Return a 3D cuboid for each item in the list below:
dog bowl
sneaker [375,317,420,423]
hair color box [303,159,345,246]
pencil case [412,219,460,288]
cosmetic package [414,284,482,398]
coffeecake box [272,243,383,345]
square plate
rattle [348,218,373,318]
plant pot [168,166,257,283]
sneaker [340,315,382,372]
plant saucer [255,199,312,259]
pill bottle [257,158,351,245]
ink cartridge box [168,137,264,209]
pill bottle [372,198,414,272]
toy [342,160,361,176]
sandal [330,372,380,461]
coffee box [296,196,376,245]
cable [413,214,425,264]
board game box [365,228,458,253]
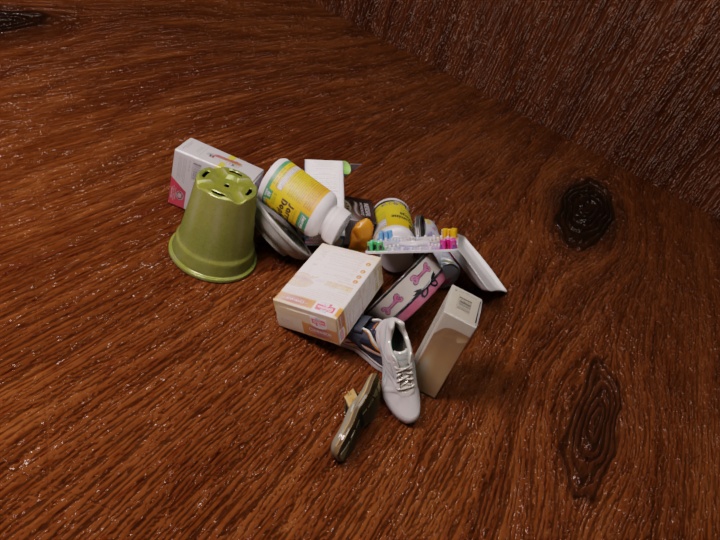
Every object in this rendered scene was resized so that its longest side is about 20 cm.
[{"bbox_3d":[0.106,0.048,1.256,0.074,0.200,0.200,45,37,3],"label":"dog bowl"},{"bbox_3d":[0.072,0.188,1.083,0.069,0.080,0.206,-10,79,-13],"label":"sneaker"},{"bbox_3d":[-0.088,-0.163,1.376,0.097,0.061,0.205,1,67,-7],"label":"hair color box"},{"bbox_3d":[0.193,-0.048,1.508,0.082,0.091,0.202,-25,46,4],"label":"pencil case"},{"bbox_3d":[0.167,0.144,1.145,0.070,0.203,0.106,25,35,4],"label":"cosmetic package"},{"bbox_3d":[-0.062,0.043,1.186,0.150,0.074,0.201,14,43,25],"label":"coffeecake box"},{"bbox_3d":[0.297,-0.017,1.509,0.202,0.028,0.197,55,20,19],"label":"square plate"},{"bbox_3d":[0.000,0.000,1.303,0.129,0.143,0.201,37,27,-10],"label":"rattle"},{"bbox_3d":[-0.302,-0.110,1.230,0.195,0.187,0.203,15,36,-11],"label":"plant pot"},{"bbox_3d":[0.000,0.125,1.185,0.197,0.081,0.078,29,36,12],"label":"sneaker"},{"bbox_3d":[-0.194,-0.089,1.331,0.201,0.050,0.200,48,4,-4],"label":"plant saucer"},{"bbox_3d":[-0.121,-0.148,1.270,0.198,0.114,0.113,36,36,4],"label":"pill bottle"},{"bbox_3d":[-0.344,-0.201,1.362,0.196,0.147,0.084,23,33,0],"label":"ink cartridge box"},{"bbox_3d":[0.086,-0.091,1.486,0.109,0.114,0.202,13,36,-13],"label":"pill bottle"},{"bbox_3d":[-0.090,-0.224,1.526,0.113,0.199,0.048,-8,74,-38],"label":"toy"},{"bbox_3d":[-0.013,0.252,1.025,0.053,0.082,0.200,11,34,23],"label":"sandal"},{"bbox_3d":[-0.065,-0.135,1.478,0.194,0.081,0.114,7,37,-15],"label":"coffee box"},{"bbox_3d":[0.139,-0.040,1.408,0.096,0.049,0.206,14,64,-58],"label":"cable"},{"bbox_3d":[0.121,-0.068,1.281,0.194,0.027,0.200,-1,11,10],"label":"board game box"}]
